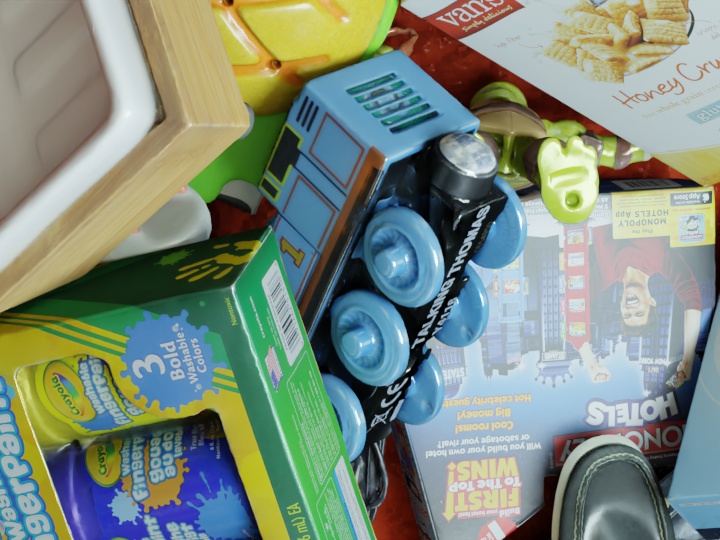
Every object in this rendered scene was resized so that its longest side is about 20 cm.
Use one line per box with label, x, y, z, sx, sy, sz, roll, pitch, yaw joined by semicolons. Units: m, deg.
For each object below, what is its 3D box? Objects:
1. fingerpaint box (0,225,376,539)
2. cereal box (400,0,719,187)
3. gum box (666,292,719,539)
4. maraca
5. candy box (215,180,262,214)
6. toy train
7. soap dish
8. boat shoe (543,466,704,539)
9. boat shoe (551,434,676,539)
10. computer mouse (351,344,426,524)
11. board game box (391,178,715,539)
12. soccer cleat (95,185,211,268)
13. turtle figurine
fingerpaint box;-0.093;0.099;1.031;0.166;0.073;0.201;-11;109;18
cereal box;0.137;-0.113;1.032;0.199;0.144;0.040;26;61;-28
gum box;0.255;0.034;1.143;0.045;0.169;0.201;43;53;-35
maraca;-0.057;-0.123;1.058;0.136;0.107;0.201;30;118;3
candy box;-0.113;-0.145;1.131;0.199;0.072;0.169;23;95;-14
toy train;0.000;0.000;1.060;0.086;0.114;0.201;-22;148;-42
soap dish;-0.134;-0.102;0.989;0.081;0.201;0.157;7;145;-44
boat shoe;0.148;0.143;1.242;0.199;0.071;0.092;3;97;-18
boat shoe;0.145;0.184;1.175;0.071;0.068;0.202;-10;101;-16
computer mouse;-0.073;0.055;1.176;0.198;0.053;0.139;16;113;-1
board game box;0.086;0.055;1.212;0.198;0.062;0.202;-3;101;-10
soccer cleat;-0.143;-0.013;1.106;0.069;0.199;0.078;-43;126;-39
turtle figurine;0.063;-0.066;1.142;0.198;0.161;0.065;15;108;-4
